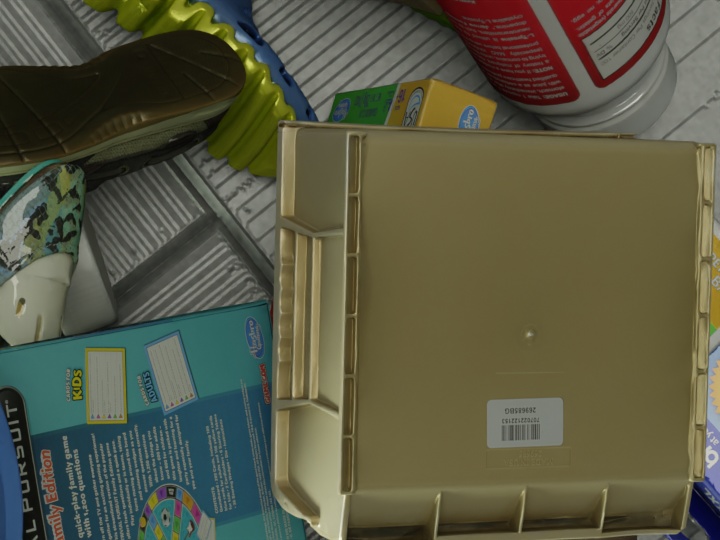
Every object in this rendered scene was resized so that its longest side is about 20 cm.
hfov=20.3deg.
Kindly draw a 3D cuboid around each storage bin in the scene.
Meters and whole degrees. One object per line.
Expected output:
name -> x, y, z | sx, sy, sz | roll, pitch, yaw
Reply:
storage bin -> 0.065, 0.028, 0.990 | 0.199, 0.094, 0.200 | 1, 93, -22

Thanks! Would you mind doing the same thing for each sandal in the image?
sandal -> -0.086, -0.144, 1.143 | 0.200, 0.079, 0.087 | 53, 45, -10

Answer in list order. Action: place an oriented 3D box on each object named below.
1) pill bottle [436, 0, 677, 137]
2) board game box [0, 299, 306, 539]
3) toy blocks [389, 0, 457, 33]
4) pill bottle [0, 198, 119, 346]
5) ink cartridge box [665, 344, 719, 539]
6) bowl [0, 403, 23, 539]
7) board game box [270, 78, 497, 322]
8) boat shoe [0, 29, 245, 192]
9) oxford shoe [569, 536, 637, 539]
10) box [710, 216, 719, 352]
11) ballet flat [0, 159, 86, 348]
pill bottle -> 0.100, -0.156, 1.084 | 0.112, 0.200, 0.113 | -16, 51, 20
board game box -> -0.119, 0.104, 0.994 | 0.199, 0.047, 0.152 | -9, 90, -45
toy blocks -> -0.034, -0.208, 1.105 | 0.136, 0.200, 0.100 | 22, 85, 40
pill bottle -> -0.241, 0.016, 1.105 | 0.199, 0.110, 0.110 | -19, 87, -4
ink cartridge box -> 0.245, 0.084, 1.140 | 0.200, 0.076, 0.137 | -43, 89, -3
bowl -> -0.231, 0.101, 0.927 | 0.200, 0.039, 0.202 | 5, 99, 38
board game box -> 0.000, 0.000, 1.093 | 0.040, 0.153, 0.201 | 18, 85, -20
boat shoe -> -0.154, -0.071, 1.058 | 0.200, 0.066, 0.072 | -18, 56, -26
oxford shoe -> 0.060, 0.180, 1.129 | 0.199, 0.071, 0.072 | -2, 91, -4
box -> 0.114, 0.036, 1.118 | 0.200, 0.101, 0.113 | -44, 96, -5
ballet flat -> -0.191, 0.036, 1.022 | 0.074, 0.074, 0.200 | 41, 106, 1
